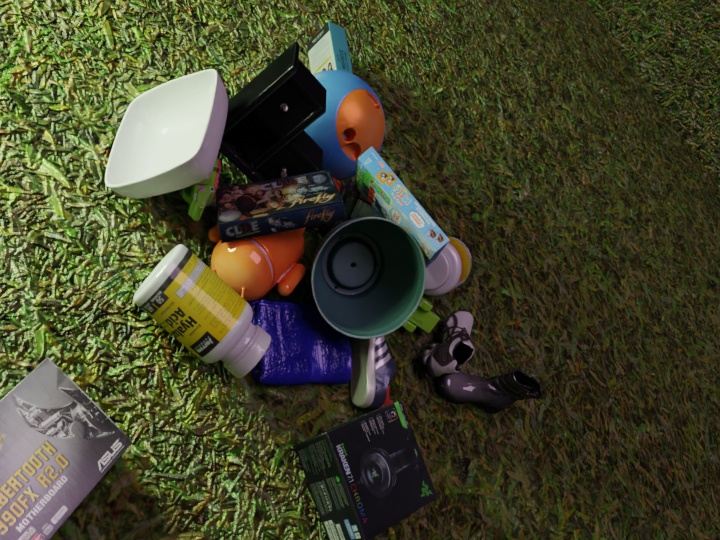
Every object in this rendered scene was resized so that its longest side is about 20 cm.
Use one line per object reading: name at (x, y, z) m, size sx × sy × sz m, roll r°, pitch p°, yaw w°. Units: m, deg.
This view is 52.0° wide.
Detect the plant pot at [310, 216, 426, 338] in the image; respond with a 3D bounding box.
plant pot at (0.000, 0.000, 1.279) m, size 0.196 × 0.134 × 0.205 m, roll -3°, pitch 103°, yaw -14°

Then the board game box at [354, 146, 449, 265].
board game box at (0.066, -0.102, 1.266) m, size 0.036 × 0.151 × 0.201 m, roll -39°, pitch 84°, yaw -9°

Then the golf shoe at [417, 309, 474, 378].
golf shoe at (0.196, 0.149, 1.469) m, size 0.200 × 0.093 × 0.079 m, roll -47°, pitch 125°, yaw -44°

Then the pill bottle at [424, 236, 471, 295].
pill bottle at (0.156, -0.010, 1.468) m, size 0.111 × 0.108 × 0.200 m, roll 62°, pitch 17°, yaw 4°

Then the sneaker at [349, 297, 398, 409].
sneaker at (0.030, 0.153, 1.340) m, size 0.083 × 0.074 × 0.204 m, roll 18°, pitch 66°, yaw -33°

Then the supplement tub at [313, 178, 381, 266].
supplement tub at (0.008, -0.084, 1.397) m, size 0.198 × 0.123 × 0.124 m, roll 29°, pitch 50°, yaw -15°

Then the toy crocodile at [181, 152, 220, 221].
toy crocodile at (-0.257, -0.167, 1.225) m, size 0.061 × 0.068 × 0.203 m, roll 13°, pitch 46°, yaw -20°

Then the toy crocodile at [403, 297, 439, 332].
toy crocodile at (0.075, 0.064, 1.430) m, size 0.198 × 0.068 × 0.062 m, roll 28°, pitch 14°, yaw -31°

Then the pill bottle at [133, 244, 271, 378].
pill bottle at (-0.232, 0.066, 1.110) m, size 0.200 × 0.111 × 0.112 m, roll 43°, pitch 45°, yaw -16°

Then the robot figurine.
robot figurine at (-0.170, -0.029, 1.219) m, size 0.200 × 0.115 × 0.146 m, roll -47°, pitch 118°, yaw -47°

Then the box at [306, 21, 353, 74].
box at (-0.060, -0.413, 1.557) m, size 0.048 × 0.082 × 0.204 m, roll 10°, pitch 62°, yaw -40°

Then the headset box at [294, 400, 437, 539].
headset box at (0.016, 0.329, 1.212) m, size 0.198 × 0.092 × 0.177 m, roll -11°, pitch 76°, yaw -46°

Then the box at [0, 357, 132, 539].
box at (-0.403, 0.233, 0.903) m, size 0.159 × 0.048 × 0.201 m, roll 49°, pitch 43°, yaw -11°

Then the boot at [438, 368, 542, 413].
boot at (0.260, 0.223, 1.469) m, size 0.197 × 0.131 × 0.071 m, roll 19°, pitch 56°, yaw -35°

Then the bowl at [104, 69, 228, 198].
bowl at (-0.293, -0.202, 1.157) m, size 0.075 × 0.196 × 0.203 m, roll 49°, pitch 37°, yaw -48°

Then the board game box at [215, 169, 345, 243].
board game box at (-0.133, -0.107, 1.194) m, size 0.195 × 0.035 × 0.136 m, roll -11°, pitch 31°, yaw -8°

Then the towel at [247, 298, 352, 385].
towel at (-0.100, 0.118, 1.251) m, size 0.197 × 0.049 × 0.151 m, roll 6°, pitch 63°, yaw -41°

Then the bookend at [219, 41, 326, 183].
bookend at (-0.117, -0.233, 1.246) m, size 0.200 × 0.197 × 0.093 m, roll 43°, pitch 27°, yaw -31°

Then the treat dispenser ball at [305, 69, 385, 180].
treat dispenser ball at (-0.050, -0.274, 1.401) m, size 0.198 × 0.200 × 0.205 m, roll 21°, pitch 54°, yaw -33°
